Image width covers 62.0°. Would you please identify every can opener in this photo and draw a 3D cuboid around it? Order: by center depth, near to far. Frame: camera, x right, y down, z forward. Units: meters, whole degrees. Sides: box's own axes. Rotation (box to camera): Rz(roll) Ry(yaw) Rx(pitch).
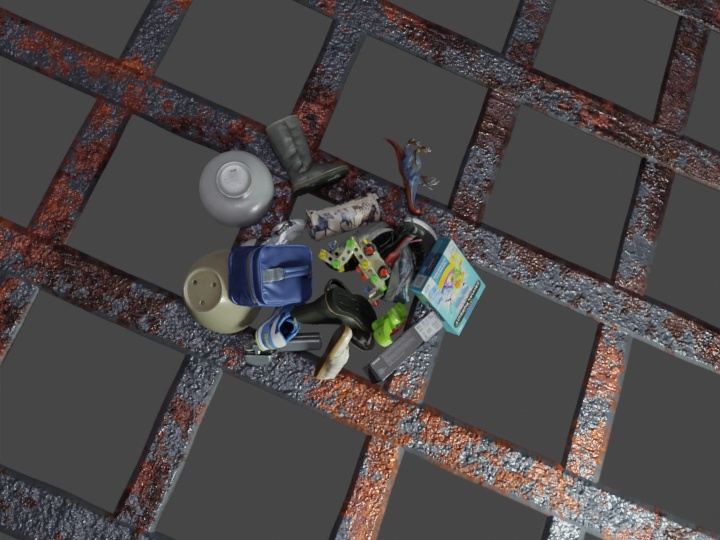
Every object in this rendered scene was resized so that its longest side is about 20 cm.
[{"bbox_3d":[-0.192,0.193,1.477,0.193,0.054,0.069,-1,109,-7],"label":"can opener"}]

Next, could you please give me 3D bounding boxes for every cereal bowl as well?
[{"bbox_3d":[-0.319,-0.217,1.532,0.193,0.083,0.207,1,78,-5],"label":"cereal bowl"}]

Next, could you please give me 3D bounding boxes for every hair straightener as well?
[{"bbox_3d":[0.082,-0.075,1.466,0.040,0.201,0.079,3,54,-28],"label":"hair straightener"}]

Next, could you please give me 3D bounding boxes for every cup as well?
[{"bbox_3d":[-0.341,0.048,1.408,0.193,0.143,0.208,-1,87,11],"label":"cup"}]

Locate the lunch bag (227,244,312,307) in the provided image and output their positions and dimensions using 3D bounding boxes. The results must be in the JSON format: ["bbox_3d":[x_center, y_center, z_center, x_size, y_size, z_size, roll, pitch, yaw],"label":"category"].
[{"bbox_3d":[-0.191,0.011,1.370,0.129,0.197,0.141,0,93,38],"label":"lunch bag"}]

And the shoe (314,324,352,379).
[{"bbox_3d":[-0.055,0.198,1.419,0.052,0.202,0.071,22,46,-9],"label":"shoe"}]

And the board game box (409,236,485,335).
[{"bbox_3d":[0.221,0.041,1.490,0.200,0.046,0.153,45,70,-38],"label":"board game box"}]

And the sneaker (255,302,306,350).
[{"bbox_3d":[-0.171,0.114,1.442,0.075,0.080,0.202,59,41,-29],"label":"sneaker"}]

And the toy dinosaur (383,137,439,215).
[{"bbox_3d":[0.140,-0.248,1.615,0.196,0.104,0.187,14,88,36],"label":"toy dinosaur"}]

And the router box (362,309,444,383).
[{"bbox_3d":[0.100,0.188,1.447,0.198,0.158,0.053,-39,83,-14],"label":"router box"}]

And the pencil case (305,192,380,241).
[{"bbox_3d":[-0.045,-0.140,1.541,0.194,0.090,0.079,-18,62,-10],"label":"pencil case"}]

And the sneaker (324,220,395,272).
[{"bbox_3d":[-0.004,-0.063,1.546,0.195,0.075,0.080,-25,41,-2],"label":"sneaker"}]

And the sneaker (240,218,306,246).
[{"bbox_3d":[-0.209,-0.042,1.510,0.196,0.075,0.117,-27,82,-7],"label":"sneaker"}]

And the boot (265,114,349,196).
[{"bbox_3d":[-0.141,-0.317,1.590,0.177,0.073,0.205,-18,73,-12],"label":"boot"}]

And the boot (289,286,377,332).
[{"bbox_3d":[-0.059,0.106,1.425,0.135,0.199,0.080,-20,53,28],"label":"boot"}]

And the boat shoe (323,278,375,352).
[{"bbox_3d":[-0.027,0.113,1.499,0.071,0.061,0.204,-32,82,-12],"label":"boat shoe"}]

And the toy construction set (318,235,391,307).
[{"bbox_3d":[0.000,0.000,1.462,0.130,0.092,0.202,-35,104,11],"label":"toy construction set"}]

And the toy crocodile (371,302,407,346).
[{"bbox_3d":[0.077,0.127,1.445,0.067,0.200,0.062,-37,87,18],"label":"toy crocodile"}]

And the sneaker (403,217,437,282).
[{"bbox_3d":[0.155,-0.034,1.495,0.202,0.069,0.101,55,47,-33],"label":"sneaker"}]

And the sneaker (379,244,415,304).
[{"bbox_3d":[0.109,-0.010,1.548,0.084,0.077,0.206,20,77,-20],"label":"sneaker"}]
